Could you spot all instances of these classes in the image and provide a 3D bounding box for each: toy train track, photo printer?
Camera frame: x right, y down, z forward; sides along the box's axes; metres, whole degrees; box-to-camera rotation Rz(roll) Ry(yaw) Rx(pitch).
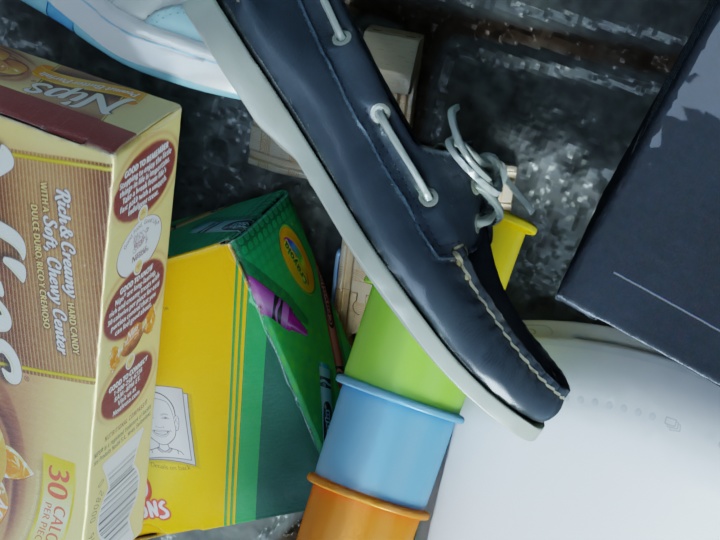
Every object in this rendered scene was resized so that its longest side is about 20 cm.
[{"bbox_3d":[0.000,0.000,0.839,0.114,0.033,0.201,12,114,12],"label":"toy train track"},{"bbox_3d":[0.104,0.122,0.835,0.165,0.069,0.201,17,114,10],"label":"photo printer"}]

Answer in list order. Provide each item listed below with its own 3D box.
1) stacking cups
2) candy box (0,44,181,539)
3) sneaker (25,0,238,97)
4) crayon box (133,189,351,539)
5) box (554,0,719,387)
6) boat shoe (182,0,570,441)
[{"bbox_3d":[0.010,0.068,0.785,0.060,0.060,0.201,19,91,9],"label":"stacking cups"},{"bbox_3d":[-0.139,0.016,0.793,0.115,0.055,0.201,19,120,18],"label":"candy box"},{"bbox_3d":[-0.079,-0.156,0.768,0.199,0.080,0.131,27,117,7],"label":"sneaker"},{"bbox_3d":[-0.100,0.050,0.860,0.199,0.058,0.119,-14,107,30],"label":"crayon box"},{"bbox_3d":[0.185,-0.052,0.723,0.148,0.107,0.201,29,115,4],"label":"box"},{"bbox_3d":[0.017,-0.032,0.718,0.062,0.075,0.201,-37,84,4],"label":"boat shoe"}]
